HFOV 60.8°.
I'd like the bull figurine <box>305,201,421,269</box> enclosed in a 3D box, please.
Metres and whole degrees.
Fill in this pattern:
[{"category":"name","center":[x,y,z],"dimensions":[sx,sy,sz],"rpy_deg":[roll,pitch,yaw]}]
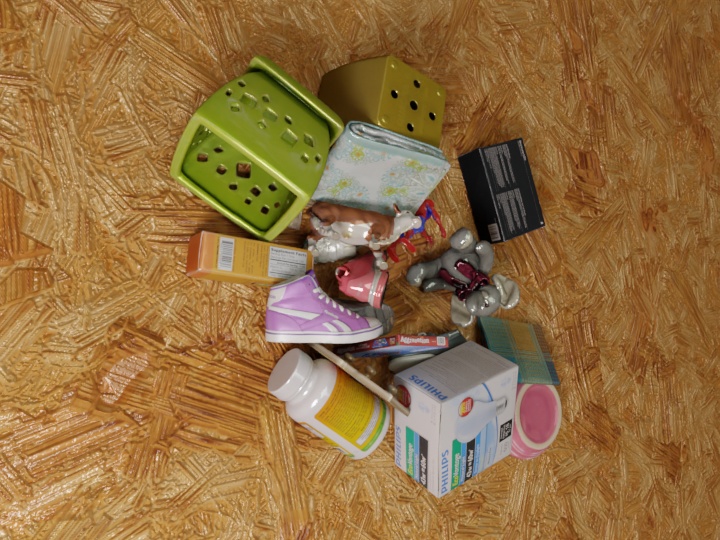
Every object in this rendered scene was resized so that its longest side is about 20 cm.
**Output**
[{"category":"bull figurine","center":[0.003,-0.066,1.024],"dimensions":[0.197,0.066,0.122],"rpy_deg":[7,37,0]}]

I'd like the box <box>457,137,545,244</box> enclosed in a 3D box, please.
[{"category":"box","center":[0.307,-0.171,1.329],"dimensions":[0.140,0.079,0.203],"rpy_deg":[-18,94,-31]}]

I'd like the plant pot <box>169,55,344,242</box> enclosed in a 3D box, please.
[{"category":"plant pot","center":[-0.150,-0.192,0.948],"dimensions":[0.199,0.199,0.183],"rpy_deg":[37,59,-13]}]

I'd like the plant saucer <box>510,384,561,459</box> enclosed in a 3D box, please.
[{"category":"plant saucer","center":[0.370,0.307,1.332],"dimensions":[0.198,0.051,0.204],"rpy_deg":[4,83,-34]}]

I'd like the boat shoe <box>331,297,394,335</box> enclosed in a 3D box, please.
[{"category":"boat shoe","center":[-0.040,0.085,1.072],"dimensions":[0.197,0.073,0.076],"rpy_deg":[7,88,-19]}]

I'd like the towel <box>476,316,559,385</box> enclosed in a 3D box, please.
[{"category":"towel","center":[0.337,0.174,1.314],"dimensions":[0.198,0.022,0.149],"rpy_deg":[11,55,-33]}]

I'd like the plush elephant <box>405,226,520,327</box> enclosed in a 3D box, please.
[{"category":"plush elephant","center":[0.212,0.028,1.192],"dimensions":[0.199,0.164,0.156],"rpy_deg":[3,55,-56]}]

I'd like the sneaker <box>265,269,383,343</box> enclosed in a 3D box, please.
[{"category":"sneaker","center":[-0.052,0.057,0.987],"dimensions":[0.198,0.072,0.116],"rpy_deg":[3,89,-24]}]

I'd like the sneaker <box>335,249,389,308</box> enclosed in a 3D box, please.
[{"category":"sneaker","center":[0.000,0.000,1.057],"dimensions":[0.085,0.200,0.075],"rpy_deg":[13,104,-4]}]

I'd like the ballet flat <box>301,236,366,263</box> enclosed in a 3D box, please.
[{"category":"ballet flat","center":[-0.013,-0.060,1.099],"dimensions":[0.199,0.071,0.073],"rpy_deg":[-28,100,-32]}]

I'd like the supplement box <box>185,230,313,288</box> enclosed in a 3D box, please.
[{"category":"supplement box","center":[-0.176,-0.012,0.996],"dimensions":[0.198,0.066,0.070],"rpy_deg":[12,76,-32]}]

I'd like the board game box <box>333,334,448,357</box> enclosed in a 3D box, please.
[{"category":"board game box","center":[0.047,0.131,1.047],"dimensions":[0.102,0.199,0.020],"rpy_deg":[8,74,-32]}]

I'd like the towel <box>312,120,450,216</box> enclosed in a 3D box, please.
[{"category":"towel","center":[0.030,-0.156,1.035],"dimensions":[0.197,0.172,0.049],"rpy_deg":[14,48,-23]}]

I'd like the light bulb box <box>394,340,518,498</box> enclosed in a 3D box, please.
[{"category":"light bulb box","center":[0.173,0.266,1.126],"dimensions":[0.198,0.124,0.201],"rpy_deg":[-17,116,-34]}]

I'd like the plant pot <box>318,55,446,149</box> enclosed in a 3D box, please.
[{"category":"plant pot","center":[0.043,-0.261,1.096],"dimensions":[0.198,0.176,0.203],"rpy_deg":[21,69,-30]}]

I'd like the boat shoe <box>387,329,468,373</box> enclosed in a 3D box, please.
[{"category":"boat shoe","center":[0.129,0.153,1.190],"dimensions":[0.198,0.073,0.062],"rpy_deg":[-4,60,-32]}]

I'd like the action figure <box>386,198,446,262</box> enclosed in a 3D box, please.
[{"category":"action figure","center":[0.121,-0.067,1.177],"dimensions":[0.099,0.065,0.201],"rpy_deg":[49,37,-15]}]

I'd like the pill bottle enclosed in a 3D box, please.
[{"category":"pill bottle","center":[-0.054,0.218,1.022],"dimensions":[0.200,0.111,0.112],"rpy_deg":[40,65,-23]}]

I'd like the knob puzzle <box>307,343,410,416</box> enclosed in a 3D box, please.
[{"category":"knob puzzle","center":[-0.007,0.163,1.020],"dimensions":[0.219,0.219,0.031],"rpy_deg":[40,80,-23]}]

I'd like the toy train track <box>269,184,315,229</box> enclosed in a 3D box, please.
[{"category":"toy train track","center":[-0.070,-0.124,1.099],"dimensions":[0.198,0.032,0.117],"rpy_deg":[13,77,-33]}]
